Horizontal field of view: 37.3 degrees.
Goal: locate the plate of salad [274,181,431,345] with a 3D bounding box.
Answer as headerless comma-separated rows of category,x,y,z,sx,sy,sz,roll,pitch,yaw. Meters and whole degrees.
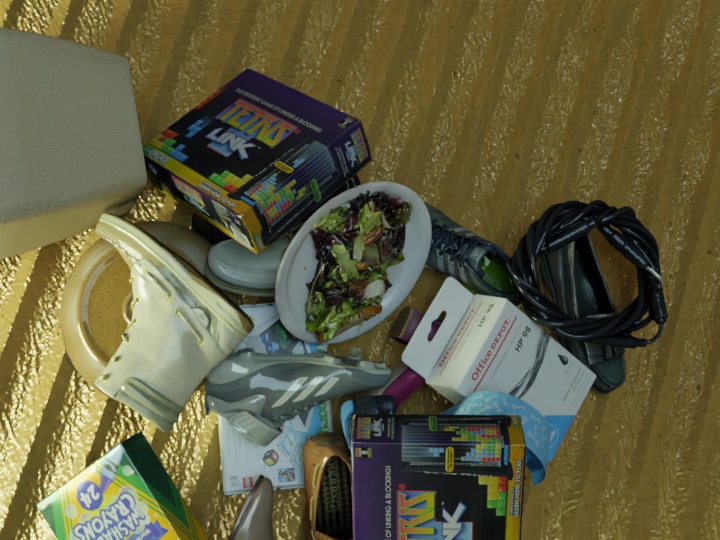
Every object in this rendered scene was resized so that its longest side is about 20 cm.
plate of salad,0.000,0.000,1.130,0.199,0.201,0.048,-33,47,-13

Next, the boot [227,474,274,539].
boot,-0.082,0.335,1.117,0.145,0.070,0.202,24,98,10

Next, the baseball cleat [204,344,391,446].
baseball cleat,-0.067,0.134,1.137,0.197,0.070,0.108,4,93,-3

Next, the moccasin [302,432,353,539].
moccasin,-0.019,0.275,1.129,0.073,0.078,0.205,-4,105,-12

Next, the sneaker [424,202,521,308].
sneaker,0.114,-0.024,1.214,0.198,0.081,0.075,30,77,-5

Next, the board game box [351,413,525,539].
board game box,0.074,0.239,1.041,0.163,0.057,0.203,-1,114,2

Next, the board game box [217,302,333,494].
board game box,-0.096,0.138,1.175,0.124,0.035,0.203,-3,82,-11

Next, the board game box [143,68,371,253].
board game box,-0.114,-0.122,1.124,0.165,0.057,0.199,-42,47,-20

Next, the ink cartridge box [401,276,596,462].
ink cartridge box,0.154,0.108,1.175,0.199,0.066,0.117,38,76,-25

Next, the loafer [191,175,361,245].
loafer,-0.089,-0.069,1.189,0.197,0.071,0.074,-18,85,-12

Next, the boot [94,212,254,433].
boot,-0.228,0.051,1.092,0.199,0.072,0.155,38,87,8

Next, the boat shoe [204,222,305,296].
boat shoe,-0.070,-0.020,1.161,0.197,0.069,0.075,-2,51,-27

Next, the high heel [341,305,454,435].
high heel,0.049,0.146,1.194,0.095,0.067,0.202,29,76,-21

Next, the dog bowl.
dog bowl,0.129,0.186,1.132,0.111,0.200,0.050,34,60,-6

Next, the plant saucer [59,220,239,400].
plant saucer,-0.230,0.043,1.145,0.197,0.035,0.203,0,81,1

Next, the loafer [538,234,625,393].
loafer,0.263,0.043,1.234,0.071,0.063,0.203,-17,84,-30

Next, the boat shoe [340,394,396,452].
boat shoe,0.040,0.219,1.125,0.068,0.085,0.202,-19,124,3

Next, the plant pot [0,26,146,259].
plant pot,-0.324,-0.131,1.102,0.175,0.200,0.203,-8,83,-21

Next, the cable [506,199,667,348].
cable,0.255,-0.001,1.184,0.197,0.051,0.166,9,78,-17

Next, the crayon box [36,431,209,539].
crayon box,-0.225,0.286,1.089,0.125,0.052,0.201,-35,86,17
